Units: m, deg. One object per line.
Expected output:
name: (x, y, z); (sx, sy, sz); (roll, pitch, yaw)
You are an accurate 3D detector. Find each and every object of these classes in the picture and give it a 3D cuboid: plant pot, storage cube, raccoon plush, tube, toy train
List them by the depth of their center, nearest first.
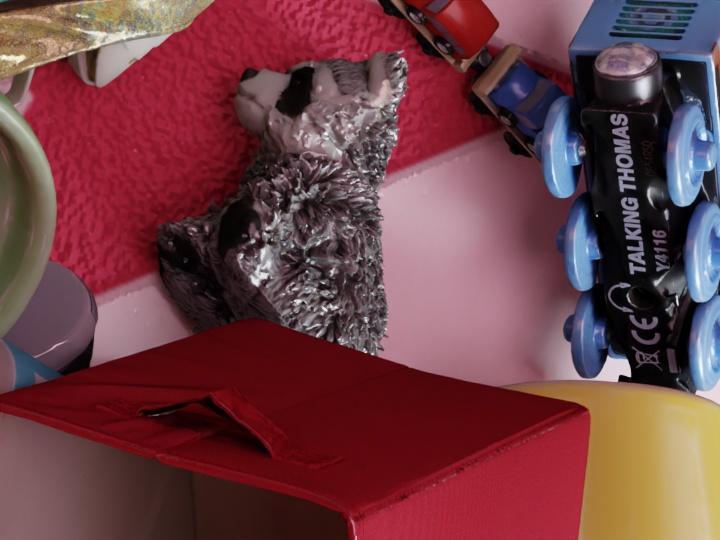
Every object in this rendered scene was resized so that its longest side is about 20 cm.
storage cube: (-0.031, 0.130, 1.002); (0.180, 0.170, 0.201); (-16, 115, -56)
tube: (-0.107, 0.087, 1.066); (0.078, 0.050, 0.200); (-50, 141, -3)
raccoon plush: (0.000, 0.000, 1.163); (0.134, 0.097, 0.200); (-42, 111, -25)
plant pot: (0.104, 0.155, 1.179); (0.200, 0.201, 0.190); (13, 72, -28)
toy train: (0.040, -0.119, 1.201); (0.200, 0.046, 0.034); (46, 72, -23)
toy train: (0.140, -0.032, 1.214); (0.114, 0.086, 0.201); (-59, 146, -45)

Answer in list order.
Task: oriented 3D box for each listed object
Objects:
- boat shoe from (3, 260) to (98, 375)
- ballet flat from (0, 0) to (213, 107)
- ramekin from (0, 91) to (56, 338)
boat shoe: (-0.200, 0.058, 1.073); (0.199, 0.069, 0.057); (-20, 147, -14)
ballet flat: (-0.134, -0.103, 1.105); (0.199, 0.071, 0.071); (-17, 101, -27)
ramekin: (-0.224, -0.035, 0.988); (0.199, 0.098, 0.200); (-15, 139, -14)
